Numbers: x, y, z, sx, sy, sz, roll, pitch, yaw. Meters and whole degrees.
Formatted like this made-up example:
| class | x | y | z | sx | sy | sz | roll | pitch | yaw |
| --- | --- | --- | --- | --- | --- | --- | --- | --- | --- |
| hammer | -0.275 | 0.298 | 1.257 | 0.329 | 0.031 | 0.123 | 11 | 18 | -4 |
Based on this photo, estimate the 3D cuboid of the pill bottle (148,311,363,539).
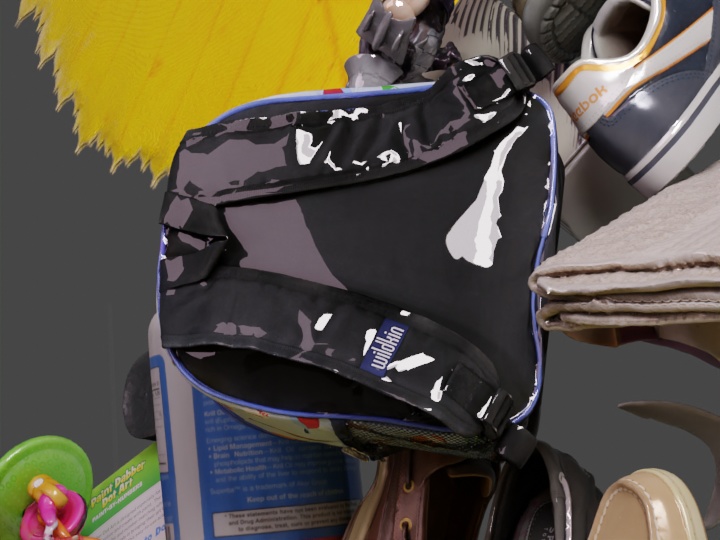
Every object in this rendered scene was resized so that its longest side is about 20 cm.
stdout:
| class | x | y | z | sx | sy | sz | roll | pitch | yaw |
| --- | --- | --- | --- | --- | --- | --- | --- | --- | --- |
| pill bottle | -0.058 | 0.070 | 0.970 | 0.112 | 0.111 | 0.202 | -12 | 81 | 48 |

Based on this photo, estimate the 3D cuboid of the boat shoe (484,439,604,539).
| class | x | y | z | sx | sy | sz | roll | pitch | yaw |
| --- | --- | --- | --- | --- | --- | --- | --- | --- | --- |
| boat shoe | 0.067 | 0.170 | 0.815 | 0.066 | 0.057 | 0.201 | -12 | 43 | 37 |

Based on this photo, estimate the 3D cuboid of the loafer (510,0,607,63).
| class | x | y | z | sx | sy | sz | roll | pitch | yaw |
| --- | --- | --- | --- | --- | --- | --- | --- | --- | --- |
| loafer | 0.122 | -0.164 | 0.954 | 0.075 | 0.070 | 0.200 | -47 | -10 | 25 |

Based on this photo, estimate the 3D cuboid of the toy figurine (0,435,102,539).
| class | x | y | z | sx | sy | sz | roll | pitch | yaw |
| --- | --- | --- | --- | --- | --- | --- | --- | --- | --- |
| toy figurine | -0.195 | 0.211 | 1.058 | 0.200 | 0.151 | 0.183 | -40 | 41 | -21 |

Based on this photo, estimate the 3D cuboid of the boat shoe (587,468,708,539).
| class | x | y | z | sx | sy | sz | roll | pitch | yaw |
| --- | --- | --- | --- | --- | --- | --- | --- | --- | --- |
| boat shoe | 0.098 | 0.181 | 0.736 | 0.071 | 0.064 | 0.202 | -7 | 72 | 65 |

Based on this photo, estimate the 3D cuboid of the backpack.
| class | x | y | z | sx | sy | sz | roll | pitch | yaw |
| --- | --- | --- | --- | --- | --- | --- | --- | --- | --- |
| backpack | 0.000 | 0.000 | 0.853 | 0.188 | 0.154 | 0.202 | 5 | 70 | 6 |

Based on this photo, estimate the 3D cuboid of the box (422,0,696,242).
| class | x | y | z | sx | sy | sz | roll | pitch | yaw |
| --- | --- | --- | --- | --- | --- | --- | --- | --- | --- |
| box | 0.105 | -0.085 | 0.999 | 0.069 | 0.082 | 0.200 | -49 | 34 | 9 |

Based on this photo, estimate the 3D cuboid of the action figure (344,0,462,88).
| class | x | y | z | sx | sy | sz | roll | pitch | yaw |
| --- | --- | --- | --- | --- | --- | --- | --- | --- | --- |
| action figure | 0.047 | -0.158 | 0.975 | 0.201 | 0.069 | 0.130 | -60 | 8 | -23 |

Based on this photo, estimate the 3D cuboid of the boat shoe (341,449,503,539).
| class | x | y | z | sx | sy | sz | roll | pitch | yaw |
| --- | --- | --- | --- | --- | --- | --- | --- | --- | --- |
| boat shoe | 0.047 | 0.099 | 0.930 | 0.067 | 0.072 | 0.202 | 0 | 68 | 47 |

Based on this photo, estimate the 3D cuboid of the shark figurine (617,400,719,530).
| class | x | y | z | sx | sy | sz | roll | pitch | yaw |
| --- | --- | --- | --- | --- | --- | --- | --- | --- | --- |
| shark figurine | 0.190 | 0.103 | 0.712 | 0.128 | 0.089 | 0.215 | -43 | 36 | 18 |

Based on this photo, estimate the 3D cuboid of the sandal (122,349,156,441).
| class | x | y | z | sx | sy | sz | roll | pitch | yaw |
| --- | --- | --- | --- | --- | --- | --- | --- | --- | --- |
| sandal | -0.090 | 0.055 | 1.079 | 0.200 | 0.048 | 0.076 | -31 | 56 | 39 |

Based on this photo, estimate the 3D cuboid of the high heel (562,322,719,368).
| class | x | y | z | sx | sy | sz | roll | pitch | yaw |
| --- | --- | --- | --- | --- | --- | --- | --- | --- | --- |
| high heel | 0.190 | 0.024 | 0.810 | 0.199 | 0.095 | 0.068 | 5 | 104 | 48 |

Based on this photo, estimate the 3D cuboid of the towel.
| class | x | y | z | sx | sy | sz | roll | pitch | yaw |
| --- | --- | --- | --- | --- | --- | --- | --- | --- | --- |
| towel | 0.175 | -0.023 | 0.777 | 0.132 | 0.035 | 0.199 | -4 | 18 | 44 |

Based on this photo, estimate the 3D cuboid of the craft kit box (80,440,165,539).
| class | x | y | z | sx | sy | sz | roll | pitch | yaw |
| --- | --- | --- | --- | --- | --- | --- | --- | --- | --- |
| craft kit box | -0.130 | 0.200 | 1.100 | 0.199 | 0.048 | 0.199 | -37 | 39 | 28 |

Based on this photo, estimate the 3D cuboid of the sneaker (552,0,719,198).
| class | x | y | z | sx | sy | sz | roll | pitch | yaw |
| --- | --- | --- | --- | --- | --- | --- | --- | --- | --- |
| sneaker | 0.168 | -0.126 | 0.887 | 0.200 | 0.079 | 0.079 | -49 | -1 | -38 |
